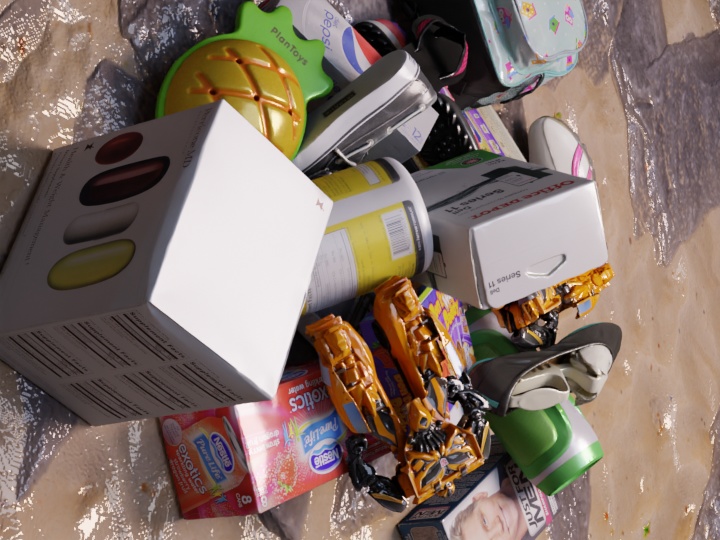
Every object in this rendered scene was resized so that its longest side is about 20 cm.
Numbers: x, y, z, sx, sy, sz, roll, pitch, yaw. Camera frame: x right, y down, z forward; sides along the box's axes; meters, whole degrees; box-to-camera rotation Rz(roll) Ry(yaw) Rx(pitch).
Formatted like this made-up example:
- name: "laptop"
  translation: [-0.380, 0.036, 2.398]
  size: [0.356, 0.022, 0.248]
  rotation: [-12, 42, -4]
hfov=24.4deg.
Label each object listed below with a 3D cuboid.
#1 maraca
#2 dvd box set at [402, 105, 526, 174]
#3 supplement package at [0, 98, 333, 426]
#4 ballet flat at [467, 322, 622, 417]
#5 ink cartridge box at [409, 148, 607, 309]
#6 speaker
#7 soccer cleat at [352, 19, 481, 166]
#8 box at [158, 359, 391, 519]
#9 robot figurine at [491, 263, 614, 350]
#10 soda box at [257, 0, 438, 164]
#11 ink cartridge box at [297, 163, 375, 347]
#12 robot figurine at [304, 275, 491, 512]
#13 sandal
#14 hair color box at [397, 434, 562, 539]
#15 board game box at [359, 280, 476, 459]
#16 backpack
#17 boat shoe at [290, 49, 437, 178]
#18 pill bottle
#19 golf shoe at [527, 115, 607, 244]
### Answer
- name: "maraca"
  translation: [-0.103, -0.154, 1.486]
  size: [0.137, 0.107, 0.200]
  rotation: [45, 60, -17]
- name: "dvd box set"
  translation: [0.107, -0.114, 1.772]
  size: [0.200, 0.029, 0.146]
  rotation: [-15, 69, -52]
- name: "supplement package"
  translation: [-0.161, -0.002, 1.313]
  size: [0.147, 0.200, 0.191]
  rotation: [43, 50, -37]
- name: "ballet flat"
  translation: [0.196, 0.107, 1.647]
  size: [0.200, 0.068, 0.068]
  rotation: [-17, 128, -29]
- name: "ink cartridge box"
  translation: [0.115, -0.042, 1.560]
  size: [0.146, 0.200, 0.083]
  rotation: [-21, 112, -24]
- name: "speaker"
  translation: [0.163, 0.132, 1.719]
  size: [0.088, 0.088, 0.200]
  rotation: [-20, 69, -52]
- name: "soccer cleat"
  translation: [0.068, -0.179, 1.706]
  size: [0.200, 0.068, 0.073]
  rotation: [52, 35, 10]
- name: "box"
  translation: [-0.071, 0.144, 1.473]
  size: [0.200, 0.095, 0.100]
  rotation: [-16, 95, -52]
- name: "robot figurine"
  translation: [0.187, 0.001, 1.727]
  size: [0.200, 0.058, 0.145]
  rotation: [-26, 87, -56]
- name: "soda box"
  translation: [-0.021, -0.186, 1.600]
  size: [0.200, 0.068, 0.063]
  rotation: [43, 45, -16]
- name: "ink cartridge box"
  translation: [0.000, 0.000, 1.640]
  size: [0.200, 0.047, 0.198]
  rotation: [47, 47, -31]
- name: "robot figurine"
  translation: [0.038, 0.115, 1.458]
  size: [0.145, 0.058, 0.200]
  rotation: [-30, 103, -15]
- name: "sandal"
  translation: [0.077, -0.217, 1.657]
  size: [0.075, 0.045, 0.200]
  rotation: [41, 25, -5]
- name: "hair color box"
  translation: [0.128, 0.256, 1.724]
  size: [0.200, 0.060, 0.100]
  rotation: [-36, 109, -49]
- name: "board game box"
  translation: [0.061, 0.081, 1.593]
  size: [0.200, 0.045, 0.135]
  rotation: [-45, 122, -68]
- name: "backpack"
  translation: [0.160, -0.277, 1.824]
  size: [0.200, 0.153, 0.176]
  rotation: [-17, 86, -61]
- name: "boat shoe"
  translation: [-0.018, -0.120, 1.546]
  size: [0.199, 0.074, 0.068]
  rotation: [-40, 117, 0]
- name: "pill bottle"
  translation: [-0.045, -0.021, 1.478]
  size: [0.200, 0.112, 0.112]
  rotation: [-19, 97, -15]
- name: "golf shoe"
  translation: [0.229, -0.079, 1.922]
  size: [0.092, 0.073, 0.200]
  rotation: [-21, 98, -50]
